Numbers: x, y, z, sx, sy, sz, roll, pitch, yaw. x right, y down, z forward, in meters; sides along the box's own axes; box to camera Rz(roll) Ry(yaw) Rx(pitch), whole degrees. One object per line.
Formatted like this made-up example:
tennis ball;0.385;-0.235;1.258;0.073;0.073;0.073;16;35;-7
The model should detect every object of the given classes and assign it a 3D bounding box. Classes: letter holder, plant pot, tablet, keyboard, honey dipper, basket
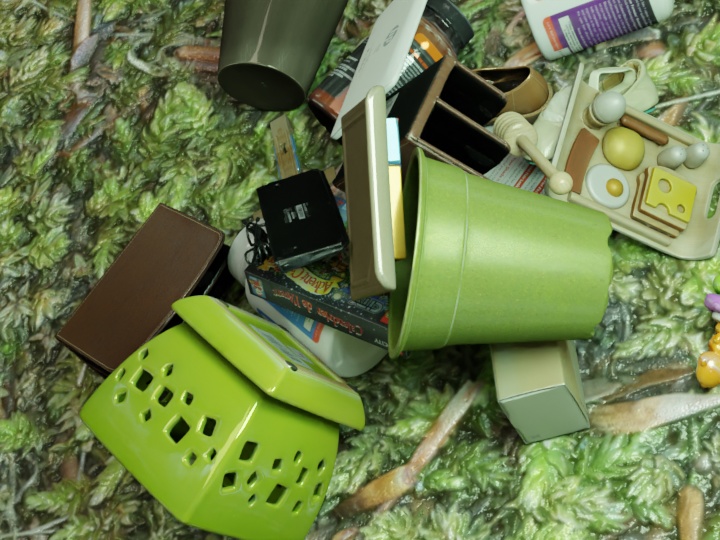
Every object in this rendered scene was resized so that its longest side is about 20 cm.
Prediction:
letter holder;-0.221;0.044;1.810;0.142;0.101;0.200;23;72;46
letter holder;0.085;-0.117;1.650;0.101;0.142;0.200;-64;15;-20
plant pot;0.132;-0.004;1.502;0.190;0.200;0.200;7;59;-5
tablet;0.027;-0.242;1.745;0.130;0.014;0.200;-38;26;48
keyboard;-0.070;-0.041;1.641;0.104;0.040;0.200;-16;26;-1
honey dipper;0.175;-0.114;1.583;0.038;0.038;0.200;-34;24;3
basket;-0.101;-0.311;1.979;0.180;0.136;0.200;4;65;23
plant pot;-0.128;0.147;1.623;0.200;0.199;0.182;39;96;37

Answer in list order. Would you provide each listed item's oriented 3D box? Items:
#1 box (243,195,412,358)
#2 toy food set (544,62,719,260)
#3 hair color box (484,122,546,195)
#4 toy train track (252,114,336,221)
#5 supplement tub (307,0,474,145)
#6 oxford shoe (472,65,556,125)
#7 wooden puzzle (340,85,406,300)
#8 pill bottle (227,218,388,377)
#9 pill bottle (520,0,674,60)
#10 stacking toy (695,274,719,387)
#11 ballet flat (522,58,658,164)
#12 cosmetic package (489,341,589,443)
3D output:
box;0.000;0.000;1.651;0.200;0.038;0.137;21;53;28
toy food set;0.290;-0.111;1.634;0.060;0.200;0.144;-40;29;62
hair color box;0.182;-0.090;1.735;0.200;0.064;0.111;28;74;39
toy train track;-0.077;-0.108;1.900;0.115;0.033;0.200;-29;45;16
supplement tub;0.041;-0.231;1.869;0.200;0.107;0.107;-45;51;-6
oxford shoe;0.110;-0.190;1.754;0.200;0.071;0.071;-12;55;23
wooden puzzle;0.013;-0.068;1.509;0.037;0.200;0.185;-2;86;-7
pill bottle;-0.056;0.022;1.749;0.112;0.112;0.200;-47;52;-7
pill bottle;0.286;-0.321;1.801;0.200;0.111;0.111;-18;53;15
stacking toy;0.380;0.025;1.551;0.110;0.116;0.200;29;89;37
ballet flat;0.241;-0.176;1.706;0.200;0.070;0.069;-29;43;-34
cosmetic package;0.173;0.061;1.615;0.071;0.105;0.200;-16;55;15
